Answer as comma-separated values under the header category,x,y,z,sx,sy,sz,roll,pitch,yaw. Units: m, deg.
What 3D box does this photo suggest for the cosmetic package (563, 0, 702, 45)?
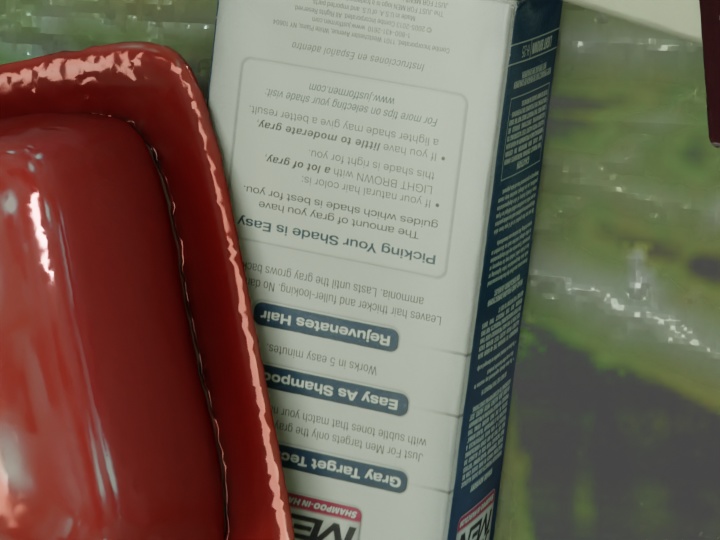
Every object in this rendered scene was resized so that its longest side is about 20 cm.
category,x,y,z,sx,sy,sz,roll,pitch,yaw
cosmetic package,0.139,-0.096,0.786,0.200,0.104,0.073,20,104,12

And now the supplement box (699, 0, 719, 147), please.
category,x,y,z,sx,sy,sz,roll,pitch,yaw
supplement box,0.138,-0.132,0.672,0.109,0.061,0.200,5,102,49

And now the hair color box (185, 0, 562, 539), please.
category,x,y,z,sx,sy,sz,roll,pitch,yaw
hair color box,0.000,0.000,0.870,0.100,0.061,0.200,11,103,18

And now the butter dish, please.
category,x,y,z,sx,sy,sz,roll,pitch,yaw
butter dish,-0.139,0.038,0.813,0.199,0.148,0.200,-12,87,14
